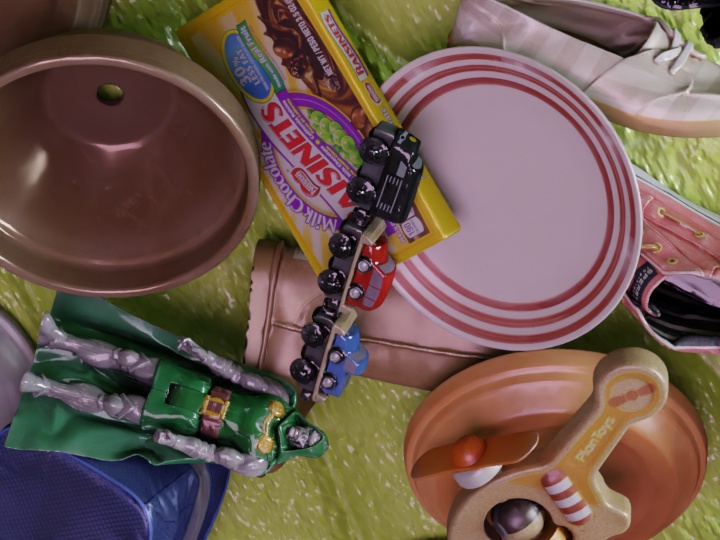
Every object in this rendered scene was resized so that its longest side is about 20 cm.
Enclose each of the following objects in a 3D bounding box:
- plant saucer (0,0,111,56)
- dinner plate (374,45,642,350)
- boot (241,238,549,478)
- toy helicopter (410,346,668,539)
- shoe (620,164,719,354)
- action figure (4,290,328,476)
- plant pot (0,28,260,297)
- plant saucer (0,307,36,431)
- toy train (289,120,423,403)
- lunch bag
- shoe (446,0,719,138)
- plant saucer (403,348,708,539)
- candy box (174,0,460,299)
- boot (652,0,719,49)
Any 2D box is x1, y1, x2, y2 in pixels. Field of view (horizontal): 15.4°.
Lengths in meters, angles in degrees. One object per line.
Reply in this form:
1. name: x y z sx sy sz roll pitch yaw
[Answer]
1. plant saucer: -0.257 -0.193 1.692 0.199 0.029 0.201 4 114 9
2. dinner plate: 0.086 -0.046 1.649 0.200 0.024 0.201 13 118 26
3. boot: 0.022 0.068 1.743 0.199 0.066 0.176 8 114 5
4. toy helicopter: 0.119 0.119 1.658 0.132 0.079 0.200 28 121 -11
5. shoe: 0.171 -0.014 1.664 0.200 0.091 0.072 24 116 -2
6. action figure: -0.116 0.083 1.703 0.199 0.055 0.119 16 76 -1
7. plant pot: -0.161 -0.084 1.674 0.200 0.093 0.201 0 133 0
8. plant saucer: -0.312 0.098 1.825 0.199 0.050 0.201 4 116 9
9. toy train: 0.000 0.000 1.652 0.046 0.034 0.200 22 119 7
10. lunch bag: -0.179 0.166 1.790 0.136 0.132 0.200 32 117 13
11. shoe: 0.152 -0.131 1.625 0.199 0.070 0.054 16 125 5
12. plant saucer: 0.127 0.130 1.731 0.199 0.038 0.201 2 135 2
13. candy box: -0.028 -0.089 1.666 0.102 0.026 0.200 -29 93 36
14. boot: 0.265 -0.172 1.532 0.199 0.168 0.077 14 116 3
